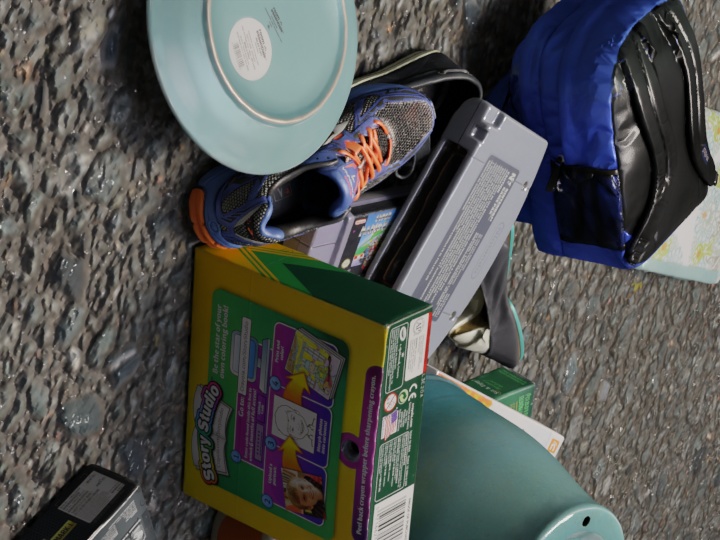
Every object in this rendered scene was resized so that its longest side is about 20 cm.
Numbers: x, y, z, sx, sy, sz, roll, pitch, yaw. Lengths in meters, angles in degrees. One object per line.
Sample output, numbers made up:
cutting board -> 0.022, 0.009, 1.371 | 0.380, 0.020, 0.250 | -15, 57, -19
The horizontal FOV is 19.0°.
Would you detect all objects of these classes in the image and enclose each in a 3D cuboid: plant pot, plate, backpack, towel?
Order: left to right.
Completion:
plate -> -0.061, -0.163, 1.414 | 0.200, 0.026, 0.201 | 1, 89, -50
plant pot -> 0.086, 0.202, 1.607 | 0.200, 0.188, 0.200 | -21, 122, -38
backpack -> 0.188, -0.125, 1.756 | 0.163, 0.168, 0.200 | -48, 139, -45
towel -> 0.325, -0.076, 2.127 | 0.200, 0.048, 0.171 | 9, 97, -59

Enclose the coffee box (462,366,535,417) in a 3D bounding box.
coffee box -> 0.059, 0.166, 1.807 | 0.200, 0.044, 0.123 | -17, 124, -39

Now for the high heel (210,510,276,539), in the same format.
high heel -> -0.053, 0.168, 1.645 | 0.096, 0.067, 0.200 | 21, 77, -51

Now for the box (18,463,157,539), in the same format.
box -> -0.209, 0.254, 1.458 | 0.200, 0.051, 0.158 | -48, 143, -33

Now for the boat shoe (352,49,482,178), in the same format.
boat shoe -> 0.020, -0.108, 1.605 | 0.200, 0.062, 0.075 | -35, 136, -42

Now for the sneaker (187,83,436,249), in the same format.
sneaker -> -0.020, -0.066, 1.499 | 0.200, 0.078, 0.075 | -34, 121, -25

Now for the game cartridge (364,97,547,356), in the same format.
game cartridge -> 0.069, -0.029, 1.660 | 0.200, 0.041, 0.133 | -61, 158, 3

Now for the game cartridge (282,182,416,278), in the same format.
game cartridge -> 0.000, 0.000, 1.644 | 0.200, 0.038, 0.130 | -14, 133, -54

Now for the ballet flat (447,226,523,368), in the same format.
ballet flat -> 0.094, 0.019, 1.802 | 0.073, 0.073, 0.200 | -49, 150, -31

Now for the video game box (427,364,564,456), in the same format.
video game box -> 0.063, 0.182, 1.751 | 0.200, 0.047, 0.182 | 28, 86, -49

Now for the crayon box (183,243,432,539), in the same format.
crayon box -> -0.041, 0.093, 1.512 | 0.058, 0.172, 0.200 | -23, 127, -47
